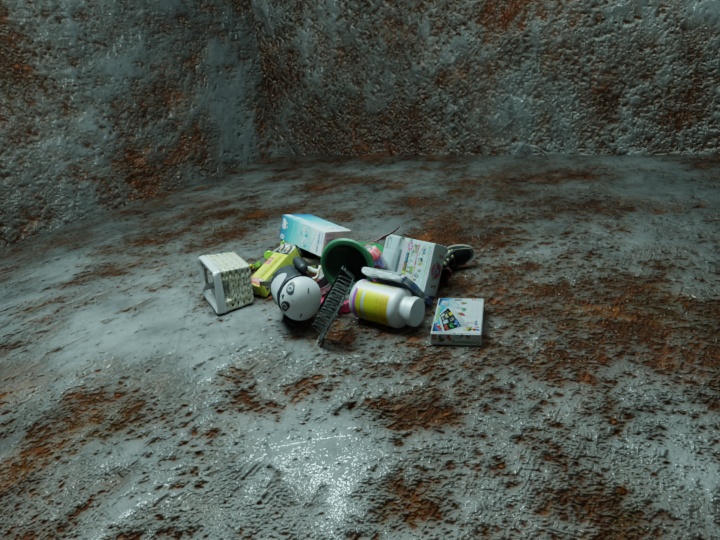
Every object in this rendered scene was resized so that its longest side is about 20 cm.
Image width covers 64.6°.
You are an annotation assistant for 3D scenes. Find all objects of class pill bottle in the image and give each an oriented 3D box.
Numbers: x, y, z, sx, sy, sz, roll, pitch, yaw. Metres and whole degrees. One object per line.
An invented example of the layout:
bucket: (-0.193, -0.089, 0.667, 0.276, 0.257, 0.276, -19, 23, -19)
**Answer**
pill bottle: (0.071, 0.091, 1.508, 0.196, 0.107, 0.103, 12, 27, 39)

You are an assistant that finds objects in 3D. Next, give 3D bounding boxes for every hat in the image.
hat: (0.005, -0.041, 1.684, 0.194, 0.171, 0.176, 5, 24, 23)

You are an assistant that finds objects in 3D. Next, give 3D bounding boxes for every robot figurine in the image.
robot figurine: (-0.182, 0.058, 1.569, 0.123, 0.153, 0.200, -31, 27, -11)

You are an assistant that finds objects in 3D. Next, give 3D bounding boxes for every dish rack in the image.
dish rack: (-0.075, 0.094, 1.499, 0.054, 0.156, 0.201, 28, 25, -3)

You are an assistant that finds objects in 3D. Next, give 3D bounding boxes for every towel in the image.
towel: (0.103, 0.045, 1.565, 0.144, 0.024, 0.199, 12, -16, 37)

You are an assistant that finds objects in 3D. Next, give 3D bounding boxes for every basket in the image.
basket: (-0.419, 0.032, 1.777, 0.120, 0.140, 0.199, -12, 21, -25)

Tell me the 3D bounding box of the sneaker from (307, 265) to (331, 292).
sneaker: (-0.183, 0.036, 1.714, 0.195, 0.081, 0.079, -17, 25, 17)

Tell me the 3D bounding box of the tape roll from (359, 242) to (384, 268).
tape roll: (-0.010, -0.041, 1.946, 0.194, 0.050, 0.201, -6, 21, 2)

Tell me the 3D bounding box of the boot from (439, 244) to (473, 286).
boot: (0.263, -0.015, 1.759, 0.194, 0.075, 0.151, -9, 20, 5)

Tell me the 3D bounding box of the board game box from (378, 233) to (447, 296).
board game box: (0.149, -0.018, 1.692, 0.063, 0.152, 0.197, 12, 3, -43)

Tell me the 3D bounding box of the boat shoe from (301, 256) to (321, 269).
boat shoe: (-0.163, -0.004, 1.896, 0.195, 0.074, 0.076, 0, -10, 32)

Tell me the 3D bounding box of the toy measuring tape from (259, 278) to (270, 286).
toy measuring tape: (-0.221, 0.021, 1.793, 0.194, 0.076, 0.074, 3, 18, -15)

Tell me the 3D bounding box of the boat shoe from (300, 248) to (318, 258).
boat shoe: (-0.215, -0.045, 2.005, 0.197, 0.074, 0.063, -17, 14, -42)

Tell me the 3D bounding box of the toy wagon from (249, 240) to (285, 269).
toy wagon: (-0.304, -0.054, 2.022, 0.197, 0.040, 0.155, -33, 0, 0)

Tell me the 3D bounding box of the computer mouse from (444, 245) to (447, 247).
computer mouse: (0.197, -0.065, 1.936, 0.195, 0.054, 0.138, 7, 26, 31)

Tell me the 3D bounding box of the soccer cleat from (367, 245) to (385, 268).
soccer cleat: (0.000, 0.000, 1.762, 0.199, 0.078, 0.066, -37, -10, 40)

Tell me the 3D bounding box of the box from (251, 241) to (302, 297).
box: (-0.277, -0.006, 1.844, 0.074, 0.051, 0.201, 12, 51, 40)

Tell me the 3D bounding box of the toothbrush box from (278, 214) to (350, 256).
toothbrush box: (-0.152, -0.121, 1.914, 0.196, 0.088, 0.145, 21, 17, 31)

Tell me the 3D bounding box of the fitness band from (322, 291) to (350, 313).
fitness band: (-0.032, 0.075, 1.683, 0.195, 0.038, 0.143, -16, 26, -20)

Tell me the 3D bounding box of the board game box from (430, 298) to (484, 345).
board game box: (0.251, 0.127, 1.455, 0.122, 0.036, 0.201, 0, 22, 15)
